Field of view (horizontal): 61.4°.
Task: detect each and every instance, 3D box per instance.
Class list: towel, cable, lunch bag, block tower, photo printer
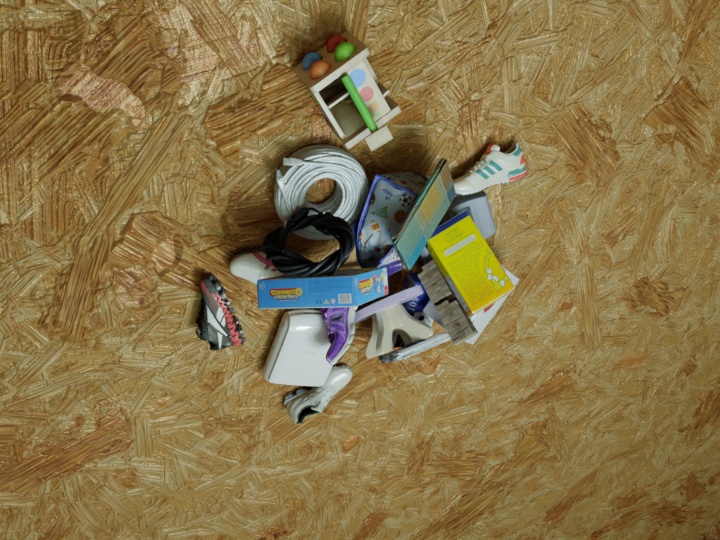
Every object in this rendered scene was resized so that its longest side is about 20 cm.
[{"bbox_3d":[0.127,0.186,1.464,0.146,0.200,0.024,-20,84,-14],"label":"towel"},{"bbox_3d":[0.129,-0.109,1.217,0.201,0.022,0.147,-58,156,-12],"label":"towel"},{"bbox_3d":[-0.082,-0.160,1.257,0.198,0.069,0.202,-10,126,-17],"label":"cable"},{"bbox_3d":[-0.100,-0.053,1.144,0.162,0.200,0.051,-26,131,-19],"label":"cable"},{"bbox_3d":[0.074,-0.102,1.291,0.170,0.123,0.202,-20,135,-55],"label":"lunch bag"},{"bbox_3d":[0.202,0.077,1.408,0.054,0.201,0.058,-33,154,17],"label":"block tower"},{"bbox_3d":[-0.131,0.184,1.464,0.165,0.070,0.201,10,117,-28],"label":"photo printer"}]

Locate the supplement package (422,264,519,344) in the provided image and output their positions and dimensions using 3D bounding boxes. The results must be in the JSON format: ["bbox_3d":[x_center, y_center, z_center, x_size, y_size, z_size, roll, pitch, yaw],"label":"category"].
[{"bbox_3d":[0.270,0.060,1.476,0.201,0.120,0.121,-56,150,7],"label":"supplement package"}]

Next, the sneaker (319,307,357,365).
[{"bbox_3d":[-0.059,0.121,1.396,0.083,0.202,0.081,19,146,-16],"label":"sneaker"}]

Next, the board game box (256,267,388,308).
[{"bbox_3d":[-0.068,0.033,1.183,0.198,0.196,0.057,-3,94,20],"label":"board game box"}]

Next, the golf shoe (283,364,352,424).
[{"bbox_3d":[-0.097,0.325,1.557,0.199,0.097,0.079,-34,127,0],"label":"golf shoe"}]

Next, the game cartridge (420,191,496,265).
[{"bbox_3d":[0.223,-0.102,1.444,0.199,0.041,0.134,-29,124,-2],"label":"game cartridge"}]

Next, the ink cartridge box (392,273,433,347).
[{"bbox_3d":[0.142,0.103,1.540,0.093,0.044,0.202,1,121,-25],"label":"ink cartridge box"}]

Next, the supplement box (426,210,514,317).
[{"bbox_3d":[0.239,-0.012,1.350,0.109,0.201,0.109,-30,170,0],"label":"supplement box"}]

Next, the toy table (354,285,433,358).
[{"bbox_3d":[0.075,0.126,1.431,0.183,0.118,0.199,-13,169,-47],"label":"toy table"}]

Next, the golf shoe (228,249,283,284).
[{"bbox_3d":[-0.185,0.012,1.312,0.198,0.092,0.073,11,126,-26],"label":"golf shoe"}]

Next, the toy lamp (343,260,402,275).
[{"bbox_3d":[0.000,0.000,1.404,0.198,0.058,0.059,-13,126,-15],"label":"toy lamp"}]

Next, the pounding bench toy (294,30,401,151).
[{"bbox_3d":[-0.017,-0.321,1.092,0.124,0.200,0.156,-34,129,3],"label":"pounding bench toy"}]

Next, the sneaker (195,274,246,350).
[{"bbox_3d":[-0.323,0.101,1.328,0.097,0.071,0.202,-21,129,-11],"label":"sneaker"}]

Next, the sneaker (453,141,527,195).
[{"bbox_3d":[0.279,-0.234,1.368,0.198,0.070,0.094,-16,109,-9],"label":"sneaker"}]
